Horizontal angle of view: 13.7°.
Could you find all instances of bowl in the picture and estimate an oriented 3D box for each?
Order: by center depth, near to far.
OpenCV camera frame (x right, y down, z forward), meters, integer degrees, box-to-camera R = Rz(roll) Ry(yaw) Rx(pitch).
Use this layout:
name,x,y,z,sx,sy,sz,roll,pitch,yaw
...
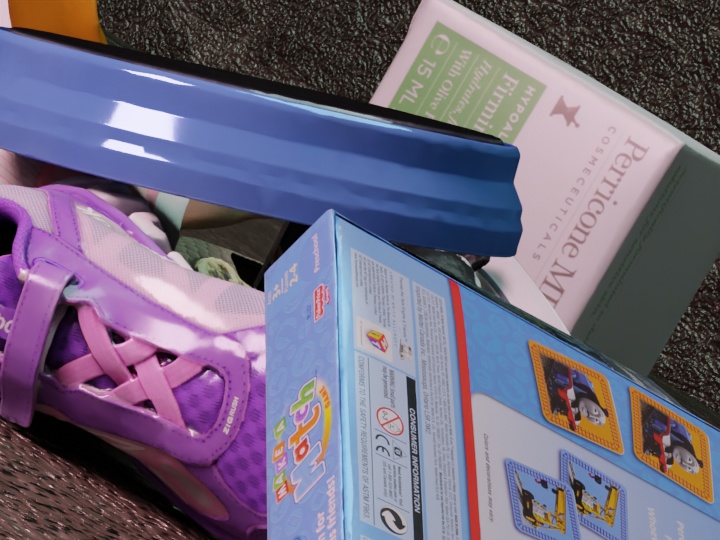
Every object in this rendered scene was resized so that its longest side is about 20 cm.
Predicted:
name,x,y,z,sx,sy,sz,roll,pitch,yaw
bowl,-0.039,-0.046,1.026,0.200,0.039,0.201,13,5,-1

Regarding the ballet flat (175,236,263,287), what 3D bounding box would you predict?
name,x,y,z,sx,sy,sz,roll,pitch,yaw
ballet flat,-0.036,0.022,1.237,0.200,0.046,0.068,29,44,-70

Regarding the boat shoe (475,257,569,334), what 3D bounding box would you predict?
name,x,y,z,sx,sy,sz,roll,pitch,yaw
boat shoe,0.069,0.056,1.398,0.200,0.066,0.072,58,-9,43

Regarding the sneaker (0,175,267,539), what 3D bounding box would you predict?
name,x,y,z,sx,sy,sz,roll,pitch,yaw
sneaker,-0.070,0.026,0.894,0.200,0.081,0.088,29,9,41

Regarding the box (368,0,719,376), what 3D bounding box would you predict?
name,x,y,z,sx,sy,sz,roll,pitch,yaw
box,0.084,-0.015,1.648,0.171,0.199,0.200,32,6,18

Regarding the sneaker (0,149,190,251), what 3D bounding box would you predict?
name,x,y,z,sx,sy,sz,roll,pitch,yaw
sneaker,-0.125,-0.032,1.164,0.105,0.075,0.200,35,7,-8

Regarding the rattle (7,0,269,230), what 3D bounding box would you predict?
name,x,y,z,sx,sy,sz,roll,pitch,yaw
rattle,-0.077,-0.083,1.415,0.199,0.143,0.130,-3,-4,-26

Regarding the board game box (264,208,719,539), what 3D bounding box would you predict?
name,x,y,z,sx,sy,sz,roll,pitch,yaw
board game box,0.062,0.087,0.817,0.200,0.037,0.152,28,37,-26

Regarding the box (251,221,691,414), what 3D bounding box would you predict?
name,x,y,z,sx,sy,sz,roll,pitch,yaw
box,0.039,0.035,1.042,0.157,0.051,0.200,27,4,-5

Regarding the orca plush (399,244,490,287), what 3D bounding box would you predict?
name,x,y,z,sx,sy,sz,roll,pitch,yaw
orca plush,0.000,0.000,1.397,0.071,0.105,0.200,51,0,-7

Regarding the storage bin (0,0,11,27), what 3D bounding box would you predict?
name,x,y,z,sx,sy,sz,roll,pitch,yaw
storage bin,-0.253,-0.174,1.692,0.200,0.146,0.134,31,-6,7
